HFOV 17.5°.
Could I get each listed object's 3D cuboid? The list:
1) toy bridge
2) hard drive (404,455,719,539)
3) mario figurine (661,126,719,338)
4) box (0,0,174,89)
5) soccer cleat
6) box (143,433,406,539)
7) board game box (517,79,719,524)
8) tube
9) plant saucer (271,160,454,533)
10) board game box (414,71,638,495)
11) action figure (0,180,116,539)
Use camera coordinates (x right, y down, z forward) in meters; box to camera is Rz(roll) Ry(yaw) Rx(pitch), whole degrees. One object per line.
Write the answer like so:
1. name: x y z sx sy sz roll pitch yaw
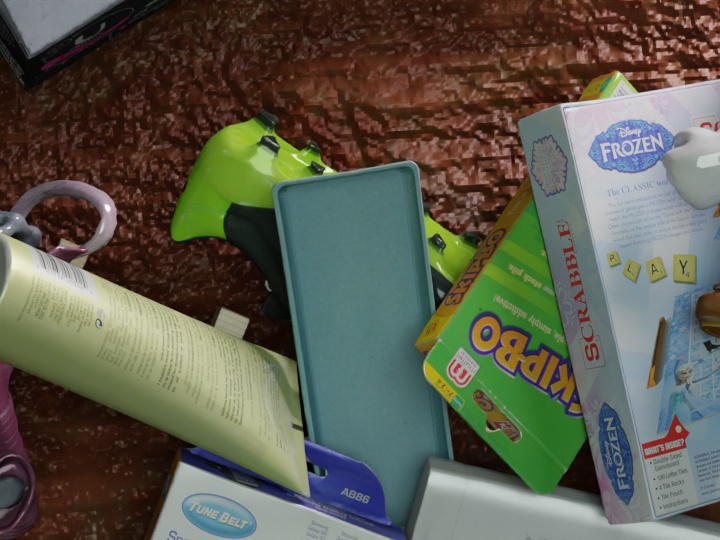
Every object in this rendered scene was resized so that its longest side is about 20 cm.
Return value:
1. toy bridge: -0.075 0.051 1.150 0.199 0.027 0.068 23 84 -8
2. hard drive: 0.112 0.176 1.153 0.199 0.027 0.133 14 104 -7
3. mario figurine: 0.206 -0.059 1.120 0.105 0.123 0.201 12 80 14
4. box: -0.109 -0.199 1.117 0.199 0.115 0.133 -33 92 -10
5. soccer cleat: 0.000 0.000 1.153 0.199 0.068 0.081 31 111 -13
6. box: -0.059 0.178 1.120 0.118 0.041 0.201 20 98 -7
7. board game box: 0.186 0.005 1.152 0.199 0.041 0.201 -11 88 -32
8. tube: -0.097 0.042 1.059 0.199 0.052 0.058 26 84 -39
9. plant saucer: 0.004 0.044 1.122 0.069 0.019 0.201 -9 113 -4
10. board game box: 0.103 0.006 1.139 0.096 0.030 0.200 46 58 -19
11. action figure: -0.191 0.068 1.106 0.149 0.133 0.201 -28 118 -43
